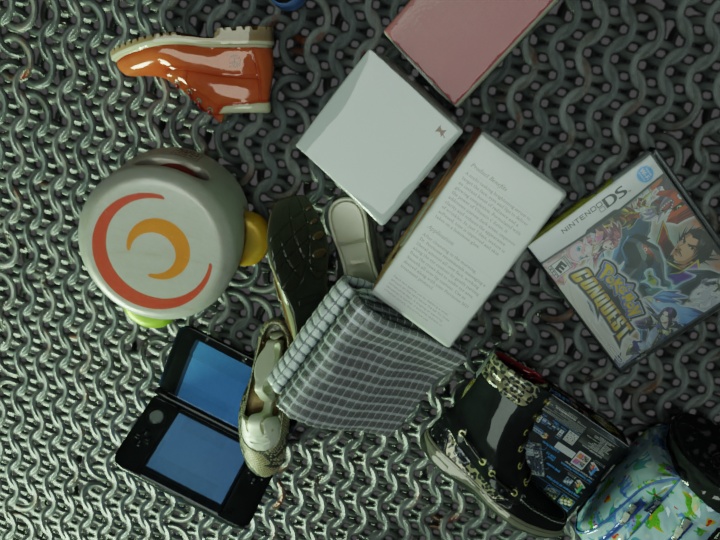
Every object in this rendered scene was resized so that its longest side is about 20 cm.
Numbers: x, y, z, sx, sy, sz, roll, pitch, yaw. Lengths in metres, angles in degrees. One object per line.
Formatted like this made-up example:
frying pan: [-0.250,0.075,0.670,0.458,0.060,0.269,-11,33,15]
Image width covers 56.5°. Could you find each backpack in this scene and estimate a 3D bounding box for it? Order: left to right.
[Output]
backpack: [0.351,0.282,0.797,0.152,0.163,0.203,20,113,12]

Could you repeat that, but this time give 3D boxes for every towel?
towel: [0.015,0.110,0.784,0.198,0.086,0.167,22,110,-39]

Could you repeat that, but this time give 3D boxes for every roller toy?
roller toy: [-0.225,-0.050,0.803,0.198,0.140,0.184,-28,109,12]

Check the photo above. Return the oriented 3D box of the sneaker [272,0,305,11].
sneaker: [-0.093,-0.393,0.728,0.069,0.078,0.203,-2,103,9]

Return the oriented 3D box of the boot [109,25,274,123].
boot: [-0.197,-0.228,0.791,0.196,0.075,0.109,1,109,8]

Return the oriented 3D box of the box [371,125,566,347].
box: [0.116,-0.044,0.743,0.106,0.152,0.201,34,106,-1]

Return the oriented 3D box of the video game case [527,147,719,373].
video game case: [0.323,-0.008,0.786,0.180,0.026,0.201,-37,96,15]

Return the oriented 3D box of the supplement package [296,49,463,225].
supplement package: [0.030,-0.144,0.707,0.117,0.200,0.117,41,106,-3]

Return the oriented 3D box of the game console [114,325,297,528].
game console: [-0.193,0.203,0.874,0.198,0.172,0.119,25,139,2]

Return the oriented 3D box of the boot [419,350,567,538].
boot: [0.190,0.206,0.788,0.202,0.074,0.155,34,105,0]

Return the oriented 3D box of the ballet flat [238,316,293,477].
ballet flat: [-0.120,0.156,0.837,0.067,0.075,0.203,6,82,5]

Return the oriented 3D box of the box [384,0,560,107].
box: [0.133,-0.280,0.694,0.109,0.128,0.200,44,105,-3]

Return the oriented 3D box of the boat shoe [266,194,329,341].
boat shoe: [-0.077,0.011,0.823,0.075,0.074,0.203,-11,96,-19]

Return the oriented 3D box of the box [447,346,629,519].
box: [0.209,0.218,0.849,0.199,0.046,0.160,33,107,0]

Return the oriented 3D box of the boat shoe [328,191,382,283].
boat shoe: [0.000,0.000,0.830,0.066,0.057,0.203,-3,109,11]
